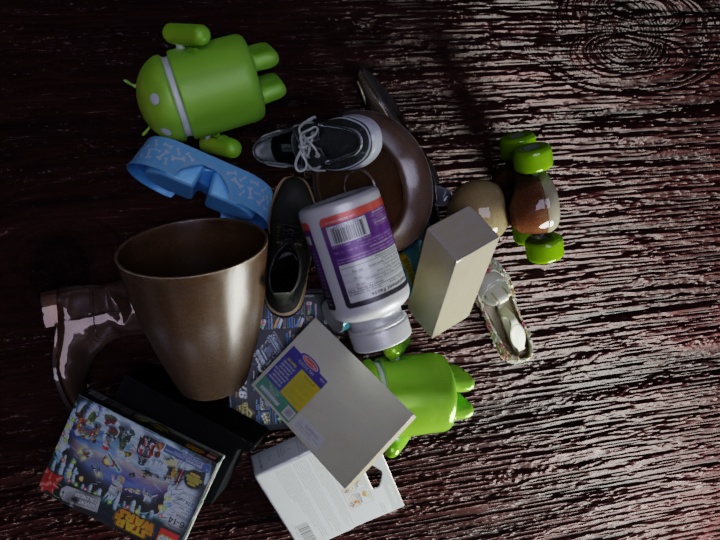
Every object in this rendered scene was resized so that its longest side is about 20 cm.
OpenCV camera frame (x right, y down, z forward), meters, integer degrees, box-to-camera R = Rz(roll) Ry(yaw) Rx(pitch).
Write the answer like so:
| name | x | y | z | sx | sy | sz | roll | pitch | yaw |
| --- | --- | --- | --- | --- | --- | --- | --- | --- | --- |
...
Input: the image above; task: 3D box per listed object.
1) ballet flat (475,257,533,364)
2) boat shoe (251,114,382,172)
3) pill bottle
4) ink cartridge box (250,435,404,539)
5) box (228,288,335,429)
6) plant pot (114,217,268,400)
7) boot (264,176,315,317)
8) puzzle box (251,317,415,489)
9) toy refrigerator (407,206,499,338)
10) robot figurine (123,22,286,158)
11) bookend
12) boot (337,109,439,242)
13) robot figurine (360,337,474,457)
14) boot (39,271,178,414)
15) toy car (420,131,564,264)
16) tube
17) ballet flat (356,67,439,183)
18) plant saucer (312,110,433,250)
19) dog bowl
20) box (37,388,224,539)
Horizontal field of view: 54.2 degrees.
| name | x | y | z | sx | sy | sz | roll | pitch | yaw |
| --- | --- | --- | --- | --- | --- | --- | --- | --- | --- |
| ballet flat | 0.220 | 0.057 | 1.087 | 0.075 | 0.064 | 0.201 | -30 | 102 | -6 |
| boat shoe | -0.063 | -0.166 | 0.926 | 0.068 | 0.198 | 0.074 | -21 | 114 | -47 |
| pill bottle | 0.000 | 0.000 | 0.922 | 0.111 | 0.111 | 0.201 | -19 | 100 | -9 |
| ink cartridge box | -0.044 | 0.309 | 1.028 | 0.173 | 0.044 | 0.201 | -23 | 127 | -4 |
| box | -0.116 | 0.131 | 1.032 | 0.158 | 0.046 | 0.202 | -3 | 98 | -12 |
| plant pot | -0.202 | 0.059 | 0.910 | 0.186 | 0.187 | 0.201 | -8 | 116 | -11 |
| boot | -0.091 | -0.046 | 0.946 | 0.077 | 0.138 | 0.202 | 1 | 77 | -5 |
| puzzle box | -0.039 | 0.177 | 0.959 | 0.133 | 0.025 | 0.200 | -45 | 67 | -4 |
| toy refrigerator | 0.123 | 0.005 | 0.989 | 0.076 | 0.201 | 0.070 | -28 | 63 | -21 |
| robot figurine | -0.202 | -0.239 | 0.927 | 0.199 | 0.116 | 0.176 | -18 | 124 | -10 |
| bookend | -0.262 | 0.267 | 0.965 | 0.199 | 0.092 | 0.200 | 26 | 93 | 4 |
| boot | 0.045 | -0.136 | 0.983 | 0.070 | 0.131 | 0.201 | -34 | 113 | -41 |
| robot figurine | 0.063 | 0.184 | 1.033 | 0.198 | 0.116 | 0.177 | -4 | 104 | -14 |
| boot | -0.323 | 0.096 | 0.979 | 0.199 | 0.064 | 0.188 | -11 | 102 | -15 |
| toy car | 0.177 | -0.092 | 1.024 | 0.199 | 0.158 | 0.165 | -13 | 111 | 2 |
| tube | 0.035 | 0.025 | 1.036 | 0.199 | 0.050 | 0.078 | -29 | 109 | -30 |
| ballet flat | 0.047 | -0.199 | 1.022 | 0.046 | 0.067 | 0.201 | -27 | 108 | 24 |
| plant saucer | 0.006 | -0.115 | 0.962 | 0.032 | 0.199 | 0.202 | -29 | 106 | -48 |
| dog bowl | -0.209 | -0.118 | 0.947 | 0.199 | 0.111 | 0.050 | 22 | 75 | -12 |
| box | -0.293 | 0.258 | 0.900 | 0.199 | 0.040 | 0.138 | 25 | 94 | 3 |
